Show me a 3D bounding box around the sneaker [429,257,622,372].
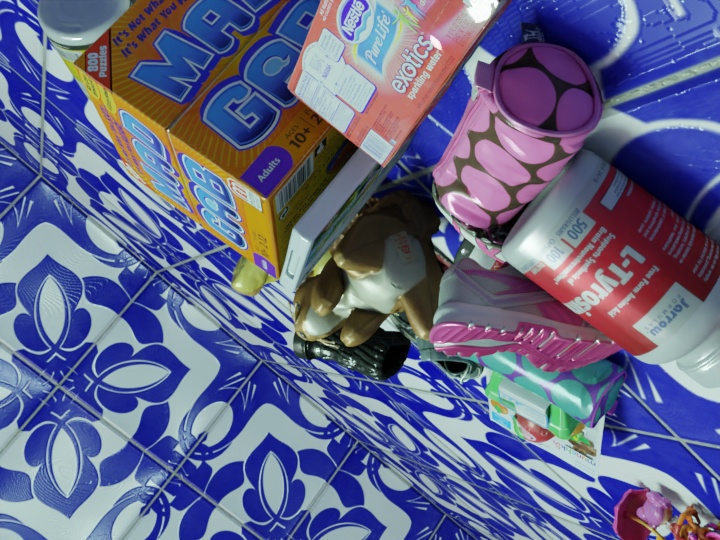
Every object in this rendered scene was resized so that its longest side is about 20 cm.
[{"bbox_3d":[0.157,0.033,0.684,0.199,0.088,0.081,12,150,-20],"label":"sneaker"}]

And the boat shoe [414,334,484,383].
[{"bbox_3d":[0.126,0.125,1.064,0.073,0.062,0.200,-8,153,22],"label":"boat shoe"}]

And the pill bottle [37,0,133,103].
[{"bbox_3d":[-0.323,-0.278,0.993,0.111,0.111,0.200,32,162,17],"label":"pill bottle"}]

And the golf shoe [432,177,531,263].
[{"bbox_3d":[0.154,-0.030,0.746,0.200,0.073,0.092,34,164,12],"label":"golf shoe"}]

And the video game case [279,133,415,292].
[{"bbox_3d":[-0.003,-0.080,0.712,0.022,0.200,0.182,38,163,1],"label":"video game case"}]

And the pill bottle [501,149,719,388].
[{"bbox_3d":[0.224,0.002,0.620,0.200,0.112,0.112,37,163,3],"label":"pill bottle"}]

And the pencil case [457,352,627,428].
[{"bbox_3d":[0.222,0.114,0.951,0.200,0.085,0.092,28,165,29],"label":"pencil case"}]

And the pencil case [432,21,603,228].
[{"bbox_3d":[0.114,-0.102,0.618,0.093,0.091,0.200,3,161,-6],"label":"pencil case"}]

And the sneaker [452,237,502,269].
[{"bbox_3d":[0.165,0.015,0.853,0.108,0.067,0.201,30,165,19],"label":"sneaker"}]

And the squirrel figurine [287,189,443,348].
[{"bbox_3d":[0.000,0.000,0.893,0.141,0.200,0.187,35,141,-19],"label":"squirrel figurine"}]

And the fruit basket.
[{"bbox_3d":[0.249,0.199,1.069,0.185,0.094,0.200,27,141,33],"label":"fruit basket"}]

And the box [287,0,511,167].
[{"bbox_3d":[0.033,-0.175,0.524,0.103,0.095,0.200,38,153,-1],"label":"box"}]

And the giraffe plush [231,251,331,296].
[{"bbox_3d":[-0.080,-0.021,1.161,0.162,0.173,0.200,31,130,-15],"label":"giraffe plush"}]

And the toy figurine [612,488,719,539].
[{"bbox_3d":[0.477,0.405,1.168,0.184,0.150,0.200,38,144,30],"label":"toy figurine"}]

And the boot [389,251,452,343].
[{"bbox_3d":[0.096,0.044,1.054,0.203,0.074,0.154,40,159,-17],"label":"boot"}]

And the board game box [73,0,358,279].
[{"bbox_3d":[-0.100,-0.152,0.719,0.200,0.200,0.200,34,162,8],"label":"board game box"}]

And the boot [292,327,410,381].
[{"bbox_3d":[0.011,0.086,1.179,0.157,0.211,0.080,8,127,25],"label":"boot"}]
